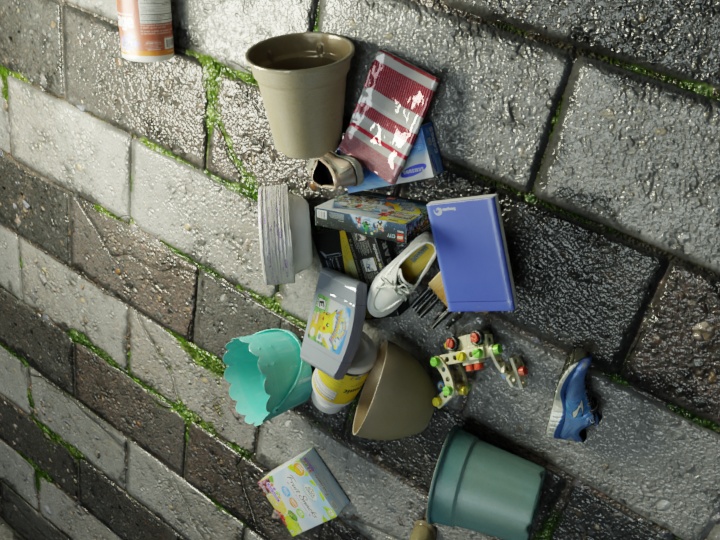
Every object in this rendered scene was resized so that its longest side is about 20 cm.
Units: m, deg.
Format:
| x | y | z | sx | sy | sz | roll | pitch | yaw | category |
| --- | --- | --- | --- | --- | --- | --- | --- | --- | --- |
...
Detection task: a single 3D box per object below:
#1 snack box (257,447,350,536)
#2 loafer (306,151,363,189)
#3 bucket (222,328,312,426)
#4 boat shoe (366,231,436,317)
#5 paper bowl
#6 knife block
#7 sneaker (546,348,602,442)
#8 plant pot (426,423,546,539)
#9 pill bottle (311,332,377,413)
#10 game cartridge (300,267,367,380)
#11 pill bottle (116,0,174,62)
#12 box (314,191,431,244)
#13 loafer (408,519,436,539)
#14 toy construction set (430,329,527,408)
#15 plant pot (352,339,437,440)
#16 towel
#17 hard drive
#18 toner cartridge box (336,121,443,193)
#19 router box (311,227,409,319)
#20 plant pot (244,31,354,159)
| x | y | z | sx | sy | sz | roll | pitch | yaw | category |
| --- | --- | --- | --- | --- | --- | --- | --- | --- | --- |
| -0.147 | 0.563 | 1.817 | 0.200 | 0.067 | 0.170 | -38 | 86 | 38 | snack box |
| -0.066 | -0.191 | 1.374 | 0.199 | 0.062 | 0.073 | 21 | 130 | 59 | loafer |
| -0.210 | 0.236 | 1.638 | 0.206 | 0.133 | 0.211 | 21 | 117 | 48 | bucket |
| 0.080 | 0.019 | 1.360 | 0.074 | 0.086 | 0.202 | 41 | 107 | -5 | boat shoe |
| -0.152 | -0.074 | 1.468 | 0.103 | 0.201 | 0.204 | -5 | 113 | -3 | paper bowl |
| 0.171 | 0.014 | 1.347 | 0.173 | 0.064 | 0.203 | 7 | 114 | 32 | knife block |
| 0.395 | 0.227 | 1.287 | 0.088 | 0.079 | 0.202 | 15 | 127 | 21 | sneaker |
| 0.252 | 0.432 | 1.407 | 0.193 | 0.200 | 0.203 | 15 | 119 | 20 | plant pot |
| -0.044 | 0.225 | 1.558 | 0.111 | 0.111 | 0.201 | 40 | 137 | 14 | pill bottle |
| -0.052 | 0.108 | 1.439 | 0.132 | 0.040 | 0.203 | 21 | 100 | 41 | game cartridge |
| -0.455 | -0.551 | 1.507 | 0.111 | 0.112 | 0.203 | 16 | 119 | 28 | pill bottle |
| 0.033 | -0.105 | 1.345 | 0.198 | 0.136 | 0.038 | 14 | 116 | 30 | box |
| 0.132 | 0.674 | 1.668 | 0.075 | 0.067 | 0.203 | 13 | 117 | 30 | loafer |
| 0.218 | 0.186 | 1.373 | 0.198 | 0.092 | 0.133 | -15 | 77 | 31 | toy construction set |
| 0.080 | 0.260 | 1.460 | 0.133 | 0.201 | 0.202 | 20 | 125 | -3 | plant pot |
| 0.048 | -0.277 | 1.289 | 0.143 | 0.023 | 0.202 | 36 | 113 | 29 | towel |
| 0.195 | -0.027 | 1.255 | 0.130 | 0.025 | 0.203 | -3 | 108 | 36 | hard drive |
| 0.052 | -0.210 | 1.345 | 0.198 | 0.043 | 0.096 | -7 | 107 | 37 | toner cartridge box |
| 0.000 | 0.000 | 1.469 | 0.156 | 0.052 | 0.203 | -7 | 106 | 37 | router box |
| -0.103 | -0.318 | 1.330 | 0.198 | 0.200 | 0.186 | 18 | 132 | 27 | plant pot |
